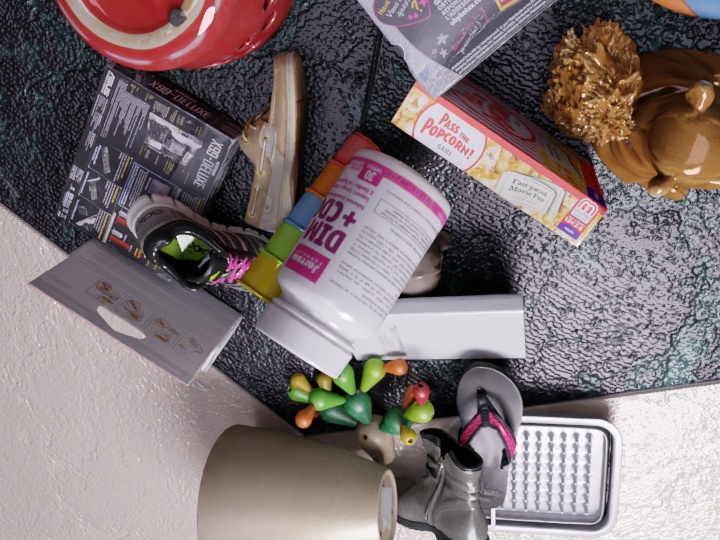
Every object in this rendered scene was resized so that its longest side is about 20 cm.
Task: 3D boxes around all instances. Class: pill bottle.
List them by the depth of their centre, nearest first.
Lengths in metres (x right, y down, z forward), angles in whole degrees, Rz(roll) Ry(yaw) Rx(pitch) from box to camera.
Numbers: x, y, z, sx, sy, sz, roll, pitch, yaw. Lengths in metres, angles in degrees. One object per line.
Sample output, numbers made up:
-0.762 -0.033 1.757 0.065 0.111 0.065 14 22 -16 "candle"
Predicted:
-0.009 -0.006 0.725 0.113 0.113 0.201 32 84 -3 "pill bottle"

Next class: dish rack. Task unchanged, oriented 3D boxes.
0.209 0.240 0.907 0.198 0.044 0.173 0 112 12 "dish rack"

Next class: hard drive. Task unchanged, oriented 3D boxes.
0.080 0.066 0.828 0.198 0.027 0.132 -2 153 13 "hard drive"

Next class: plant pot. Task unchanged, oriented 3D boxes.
-0.174 -0.282 0.691 0.199 0.183 0.202 5 116 11 "plant pot"
-0.062 0.280 0.895 0.198 0.187 0.189 -4 112 16 "plant pot"

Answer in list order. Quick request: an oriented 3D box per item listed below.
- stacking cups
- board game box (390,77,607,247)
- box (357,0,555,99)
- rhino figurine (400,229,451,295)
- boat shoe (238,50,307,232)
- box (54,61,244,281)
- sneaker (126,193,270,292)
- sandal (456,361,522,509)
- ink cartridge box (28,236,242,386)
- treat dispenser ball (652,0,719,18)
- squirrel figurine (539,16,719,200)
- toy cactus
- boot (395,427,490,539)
-0.049 -0.055 0.781 0.060 0.061 0.201 35 87 -5 "stacking cups"
0.132 -0.119 0.710 0.199 0.152 0.046 33 116 -4 "board game box"
0.086 -0.244 0.639 0.132 0.200 0.115 -36 100 23 "box"
0.000 0.000 0.824 0.198 0.088 0.060 -7 111 14 "rhino figurine"
-0.096 -0.131 0.795 0.069 0.074 0.202 7 115 2 "boat shoe"
-0.240 -0.110 0.848 0.157 0.050 0.201 29 116 -2 "box"
-0.160 -0.010 0.820 0.199 0.088 0.074 27 114 -35 "sneaker"
0.145 0.198 0.854 0.074 0.045 0.202 2 113 12 "sandal"
-0.250 0.048 0.849 0.199 0.174 0.044 33 115 -3 "ink cartridge box"
0.289 -0.299 0.572 0.199 0.201 0.202 4 114 10 "treat dispenser ball"
0.250 -0.131 0.660 0.199 0.187 0.142 23 116 1 "squirrel figurine"
0.005 0.179 0.893 0.198 0.103 0.166 -6 130 23 "toy cactus"
0.088 0.244 0.886 0.067 0.200 0.132 -10 100 -28 "boot"
